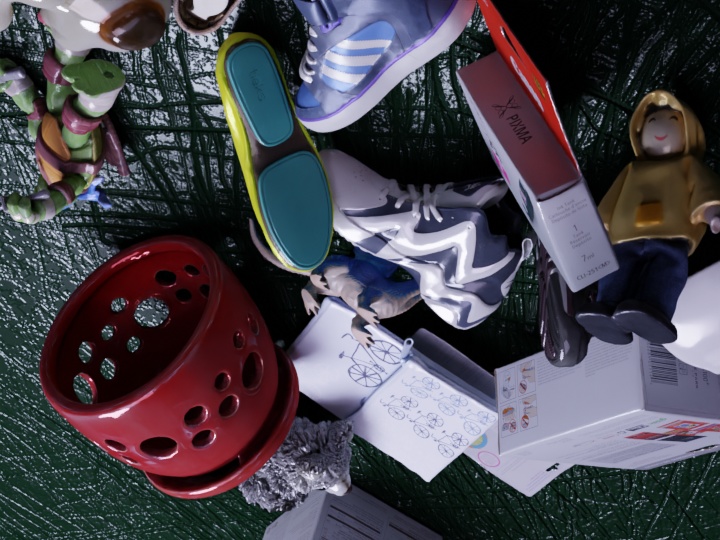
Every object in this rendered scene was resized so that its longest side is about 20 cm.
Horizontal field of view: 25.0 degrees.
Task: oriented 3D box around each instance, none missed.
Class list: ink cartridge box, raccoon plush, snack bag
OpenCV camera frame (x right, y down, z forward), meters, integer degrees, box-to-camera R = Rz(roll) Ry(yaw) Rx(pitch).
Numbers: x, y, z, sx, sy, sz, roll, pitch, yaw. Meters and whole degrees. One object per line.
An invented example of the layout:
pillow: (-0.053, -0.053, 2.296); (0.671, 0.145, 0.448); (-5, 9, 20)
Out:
ink cartridge box: (0.115, -0.107, 1.190); (0.043, 0.201, 0.174); (-27, 127, 3)
raccoon plush: (-0.097, 0.165, 1.590); (0.199, 0.097, 0.134); (23, 154, -6)
ink cartridge box: (0.243, 0.111, 1.406); (0.174, 0.085, 0.200); (10, 159, -31)
snack bag: (0.018, 0.113, 1.532); (0.199, 0.021, 0.189); (34, 147, -4)

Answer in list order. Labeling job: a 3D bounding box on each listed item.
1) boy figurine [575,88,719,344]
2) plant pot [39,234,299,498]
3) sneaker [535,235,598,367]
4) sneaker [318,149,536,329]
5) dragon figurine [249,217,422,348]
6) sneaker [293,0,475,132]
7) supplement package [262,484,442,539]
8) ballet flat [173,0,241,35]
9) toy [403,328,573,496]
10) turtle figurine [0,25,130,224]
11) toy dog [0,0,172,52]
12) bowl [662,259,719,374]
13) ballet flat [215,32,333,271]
boy figurine: (0.224, -0.044, 1.212); (0.124, 0.201, 0.064); (-2, 153, 43)
plant pot: (-0.164, 0.099, 1.494); (0.199, 0.202, 0.183); (-14, 134, 30)
sneaker: (0.201, 0.007, 1.291); (0.114, 0.201, 0.076); (3, 123, 2)
sneaker: (0.061, -0.057, 1.343); (0.199, 0.079, 0.130); (45, 123, 2)
dragon figurine: (0.000, 0.000, 1.438); (0.199, 0.100, 0.059); (30, 142, 15)
sneaker: (-0.025, -0.196, 1.214); (0.146, 0.081, 0.199); (33, 140, -25)
supplement package: (-0.030, 0.358, 1.716); (0.150, 0.201, 0.152); (31, 137, -15)
ballet flat: (-0.084, -0.244, 1.206); (0.068, 0.068, 0.200); (29, 136, -11)
toy: (0.116, 0.124, 1.539); (0.199, 0.047, 0.115); (33, 140, -9)
turtle figurine: (-0.281, -0.119, 1.346); (0.199, 0.145, 0.194); (22, 134, -11)
toy dog: (-0.216, -0.254, 1.211); (0.193, 0.140, 0.201); (-29, 126, -1)
bowl: (0.340, 0.018, 1.252); (0.199, 0.075, 0.199); (-8, 162, -47)
ballet flat: (-0.073, -0.098, 1.324); (0.067, 0.066, 0.202); (23, 133, 66)
